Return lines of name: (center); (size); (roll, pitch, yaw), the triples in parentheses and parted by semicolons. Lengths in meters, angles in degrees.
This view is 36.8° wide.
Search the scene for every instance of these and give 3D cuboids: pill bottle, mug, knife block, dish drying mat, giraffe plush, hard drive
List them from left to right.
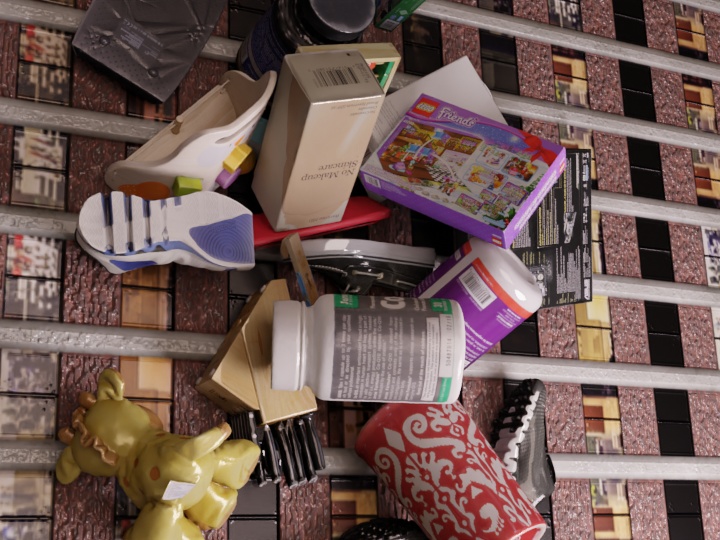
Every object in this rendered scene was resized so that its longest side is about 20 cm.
giraffe plush: (-0.222, 0.194, 1.095); (0.162, 0.200, 0.173); (30, 70, 20)
hard drive: (-0.245, -0.300, 1.281); (0.135, 0.042, 0.201); (31, 63, -16)
knife block: (-0.086, 0.136, 1.220); (0.175, 0.064, 0.200); (36, 62, -14)
dish drying mat: (-0.065, -0.058, 1.289); (0.199, 0.077, 0.018); (-14, 119, -29)
pill bottle: (-0.064, -0.274, 1.274); (0.111, 0.200, 0.112); (8, 71, -25)
pill bottle: (0.005, 0.083, 1.153); (0.199, 0.113, 0.114); (2, 73, -5)
pill bottle: (0.107, 0.056, 1.266); (0.112, 0.200, 0.113); (43, 17, -17)
mug: (0.118, 0.234, 1.215); (0.177, 0.134, 0.200); (-8, 49, -43)

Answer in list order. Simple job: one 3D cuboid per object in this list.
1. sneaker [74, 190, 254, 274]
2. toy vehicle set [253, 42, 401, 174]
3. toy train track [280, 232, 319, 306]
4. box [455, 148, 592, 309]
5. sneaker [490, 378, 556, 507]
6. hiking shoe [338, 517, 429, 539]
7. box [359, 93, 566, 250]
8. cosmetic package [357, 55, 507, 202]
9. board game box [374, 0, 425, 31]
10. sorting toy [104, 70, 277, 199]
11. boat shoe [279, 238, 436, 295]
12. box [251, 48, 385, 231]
sneaker: (-0.221, -0.040, 1.175); (0.199, 0.115, 0.081); (5, 79, -29)
toy vehicle set: (-0.042, -0.178, 1.261); (0.124, 0.200, 0.027); (-10, 56, -30)
toy train track: (-0.059, 0.055, 1.251); (0.115, 0.032, 0.201); (-46, 123, -60)
box: (0.208, -0.053, 1.375); (0.163, 0.086, 0.201); (-7, 98, -33)
sneaker: (0.205, 0.235, 1.341); (0.090, 0.066, 0.201); (27, 68, -21)
hiking shoe: (0.005, 0.343, 1.210); (0.199, 0.076, 0.101); (-12, 98, -28)
box: (0.118, -0.119, 1.256); (0.199, 0.039, 0.137); (26, 65, 27)
cosmetic package: (0.079, -0.182, 1.392); (0.200, 0.081, 0.113); (-29, 90, -32)
board game box: (0.078, -0.413, 1.389); (0.029, 0.200, 0.135); (11, 70, -26)
sorting toy: (-0.161, -0.151, 1.200); (0.107, 0.180, 0.200); (48, 60, -6)
boat shoe: (0.000, 0.000, 1.299); (0.199, 0.072, 0.071); (4, 88, -18)
box: (-0.051, -0.141, 1.198); (0.095, 0.200, 0.078); (-12, 55, -25)
